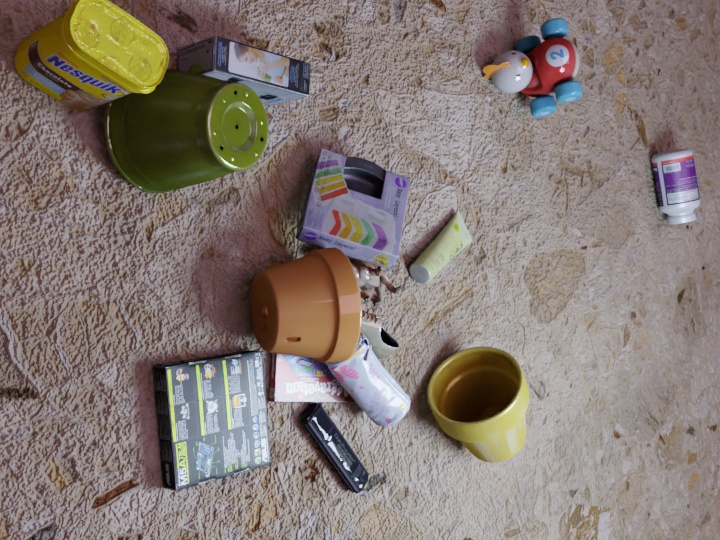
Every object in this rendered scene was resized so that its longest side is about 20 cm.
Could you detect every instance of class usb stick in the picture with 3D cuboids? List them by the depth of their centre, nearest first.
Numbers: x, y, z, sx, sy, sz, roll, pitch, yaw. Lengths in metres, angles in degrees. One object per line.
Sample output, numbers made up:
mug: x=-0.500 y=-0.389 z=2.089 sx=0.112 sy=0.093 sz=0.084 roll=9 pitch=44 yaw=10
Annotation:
usb stick: x=-0.046 y=0.330 z=1.660 sx=0.200 sy=0.033 sz=0.056 roll=58 pitch=46 yaw=-23

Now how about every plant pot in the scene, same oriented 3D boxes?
plant pot: x=-0.252 y=-0.219 z=1.373 sx=0.200 sy=0.192 sz=0.201 roll=-8 pitch=100 yaw=-51
plant pot: x=-0.102 y=0.063 z=1.532 sx=0.139 sy=0.200 sz=0.201 roll=-4 pitch=90 yaw=-27
plant pot: x=0.260 y=0.291 z=1.850 sx=0.201 sy=0.200 sz=0.189 roll=-56 pitch=138 yaw=-30

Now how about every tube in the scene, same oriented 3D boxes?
tube: x=0.175 y=-0.046 z=1.882 sx=0.200 sy=0.052 sz=0.058 roll=-44 pitch=156 yaw=-41

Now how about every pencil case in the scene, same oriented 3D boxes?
pencil case: x=0.014 y=0.200 z=1.661 sx=0.200 sy=0.090 sz=0.083 roll=56 pitch=14 yaw=-30

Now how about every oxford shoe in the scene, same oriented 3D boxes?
oxford shoe: x=0.000 y=0.091 z=1.678 sx=0.200 sy=0.074 sz=0.071 roll=49 pitch=27 yaw=-34

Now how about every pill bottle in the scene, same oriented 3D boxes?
pill bottle: x=0.888 y=-0.236 z=2.510 sx=0.112 sy=0.112 sz=0.201 roll=-17 pitch=99 yaw=-42

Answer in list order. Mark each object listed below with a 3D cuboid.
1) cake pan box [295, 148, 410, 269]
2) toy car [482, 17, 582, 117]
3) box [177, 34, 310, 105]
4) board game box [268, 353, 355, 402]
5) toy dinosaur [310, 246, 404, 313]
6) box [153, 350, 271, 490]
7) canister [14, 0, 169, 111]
cake pan box: x=-0.009 y=-0.116 z=1.630 sx=0.183 sy=0.052 sz=0.201 roll=20 pitch=54 yaw=-10
toy car: x=0.374 y=-0.458 z=2.024 sx=0.199 sy=0.177 sz=0.185 roll=-7 pitch=81 yaw=-30
box: x=-0.196 y=-0.335 z=1.513 sx=0.199 sy=0.116 sz=0.060 roll=6 pitch=85 yaw=-44
board game box: x=-0.082 y=0.191 z=1.646 sx=0.199 sy=0.019 sz=0.104 roll=7 pitch=83 yaw=-42
toy dinosaur: x=0.000 y=0.000 z=1.699 sx=0.086 sy=0.136 sz=0.200 roll=-48 pitch=149 yaw=1
box: x=-0.241 y=0.242 z=1.477 sx=0.193 sy=0.047 sz=0.201 roll=-7 pitch=92 yaw=-40
canister: x=-0.387 y=-0.301 z=1.273 sx=0.148 sy=0.200 sz=0.087 roll=30 pitch=68 yaw=-37
